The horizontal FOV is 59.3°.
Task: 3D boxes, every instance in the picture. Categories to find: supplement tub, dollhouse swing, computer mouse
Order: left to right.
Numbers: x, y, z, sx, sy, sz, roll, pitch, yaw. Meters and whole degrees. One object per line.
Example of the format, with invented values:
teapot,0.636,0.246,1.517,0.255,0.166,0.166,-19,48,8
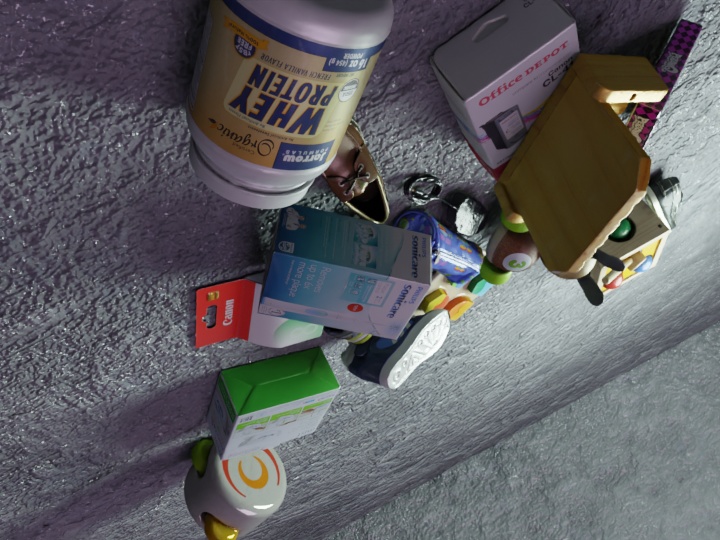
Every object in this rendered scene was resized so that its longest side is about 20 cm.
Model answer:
supplement tub,-0.071,-0.166,0.551,0.144,0.145,0.200,-8,144,-33
computer mouse,0.126,-0.099,0.945,0.200,0.034,0.059,21,97,-45
dollhouse swing,0.283,-0.115,0.740,0.181,0.176,0.200,-10,144,-33

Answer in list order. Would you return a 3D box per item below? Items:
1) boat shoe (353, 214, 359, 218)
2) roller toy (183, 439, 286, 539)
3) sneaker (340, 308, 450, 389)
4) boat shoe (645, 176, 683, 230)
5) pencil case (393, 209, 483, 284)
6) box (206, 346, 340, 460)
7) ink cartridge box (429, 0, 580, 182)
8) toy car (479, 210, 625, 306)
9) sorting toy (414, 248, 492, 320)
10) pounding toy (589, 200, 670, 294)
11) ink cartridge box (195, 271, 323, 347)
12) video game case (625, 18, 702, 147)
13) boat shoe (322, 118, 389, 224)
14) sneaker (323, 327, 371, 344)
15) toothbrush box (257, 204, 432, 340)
boat shoe,0.000,0.000,0.940,0.075,0.060,0.201,-21,144,-27
roller toy,-0.254,0.437,1.279,0.140,0.200,0.182,-45,153,27
sneaker,0.054,0.120,1.154,0.200,0.146,0.081,-42,134,-29
boat shoe,0.631,-0.132,1.293,0.067,0.072,0.200,-34,149,17
pencil case,0.125,-0.032,0.993,0.078,0.087,0.200,-55,146,11
box,-0.162,0.246,1.158,0.199,0.097,0.177,-11,146,-30
ink cartridge box,0.187,-0.215,0.765,0.147,0.086,0.200,-35,152,9
toy car,0.320,-0.025,1.029,0.158,0.200,0.165,-39,155,-32
sorting toy,0.183,0.038,1.200,0.200,0.037,0.185,-42,148,22
pounding toy,0.519,-0.032,1.279,0.183,0.143,0.200,-29,151,-1
ink cartridge box,-0.143,0.065,0.948,0.199,0.050,0.161,-16,148,-26
video game case,0.402,-0.221,0.892,0.200,0.036,0.182,-54,162,-28
boat shoe,-0.010,-0.121,0.753,0.072,0.068,0.200,-35,150,10
sneaker,0.010,0.055,1.042,0.081,0.074,0.200,5,135,-40
toothbrush box,-0.023,0.006,0.827,0.199,0.086,0.147,12,144,-12
